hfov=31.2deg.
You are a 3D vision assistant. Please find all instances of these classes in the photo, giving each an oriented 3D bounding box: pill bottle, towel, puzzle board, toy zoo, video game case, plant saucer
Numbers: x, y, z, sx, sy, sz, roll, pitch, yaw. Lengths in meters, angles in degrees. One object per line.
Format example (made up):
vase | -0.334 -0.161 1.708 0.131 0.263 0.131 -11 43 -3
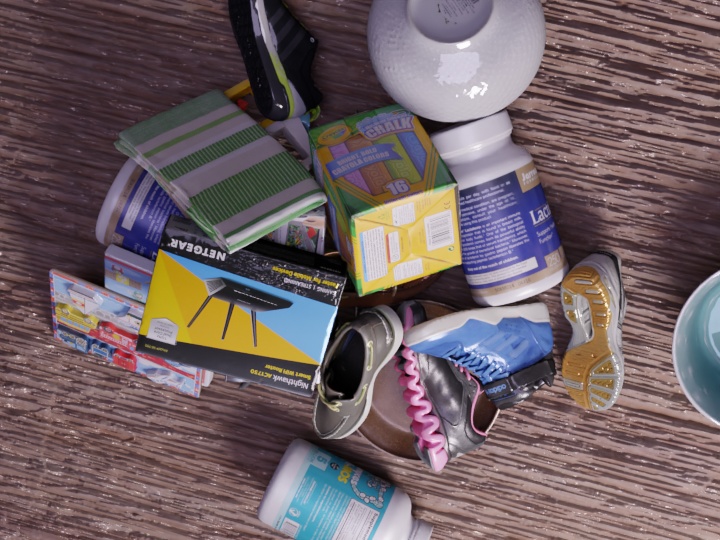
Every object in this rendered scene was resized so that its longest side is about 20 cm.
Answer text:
pill bottle | -0.194 -0.044 1.493 0.199 0.116 0.116 26 105 0
pill bottle | 0.150 -0.071 1.439 0.115 0.116 0.201 -18 99 13
towel | -0.150 -0.110 1.390 0.200 0.152 0.023 42 143 25
puzzle board | -0.282 0.079 1.548 0.199 0.017 0.151 22 145 5
toy zoo | -0.138 -0.140 1.465 0.200 0.020 0.131 -34 78 -24
video game case | -0.235 0.057 1.520 0.142 0.017 0.200 22 144 5
plant saucer | 0.073 0.129 1.537 0.199 0.037 0.202 2 102 10
pill bottle | -0.015 0.292 1.550 0.199 0.111 0.111 27 105 2

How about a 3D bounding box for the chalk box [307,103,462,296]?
chalk box | 0.018 -0.095 1.418 0.123 0.200 0.125 -18 136 -10

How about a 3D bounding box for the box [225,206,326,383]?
box | -0.095 0.027 1.430 0.109 0.035 0.201 2 110 -3

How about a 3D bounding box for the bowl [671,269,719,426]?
bowl | 0.443 0.073 1.427 0.200 0.105 0.202 2 102 8

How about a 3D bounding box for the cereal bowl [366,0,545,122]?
cereal bowl | 0.099 -0.266 1.381 0.199 0.083 0.201 -3 73 9

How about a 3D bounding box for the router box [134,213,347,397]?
router box | -0.127 0.039 1.384 0.199 0.051 0.150 15 111 -4

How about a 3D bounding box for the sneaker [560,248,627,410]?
sneaker | 0.278 0.068 1.472 0.075 0.088 0.201 14 129 27

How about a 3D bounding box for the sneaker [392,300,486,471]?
sneaker | 0.094 0.126 1.488 0.095 0.079 0.201 -16 100 -10

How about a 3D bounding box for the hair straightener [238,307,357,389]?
hair straightener | -0.073 0.084 1.556 0.200 0.041 0.077 -37 94 11

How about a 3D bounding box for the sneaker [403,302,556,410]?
sneaker | 0.141 0.101 1.440 0.077 0.199 0.112 -23 75 50

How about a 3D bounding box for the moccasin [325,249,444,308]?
moccasin | 0.000 -0.002 1.485 0.200 0.078 0.074 -4 66 -1

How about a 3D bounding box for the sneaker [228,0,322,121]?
sneaker | -0.093 -0.265 1.475 0.082 0.072 0.201 -14 92 -27

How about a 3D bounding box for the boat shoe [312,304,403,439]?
boat shoe | -0.018 0.124 1.482 0.072 0.060 0.202 45 130 25
